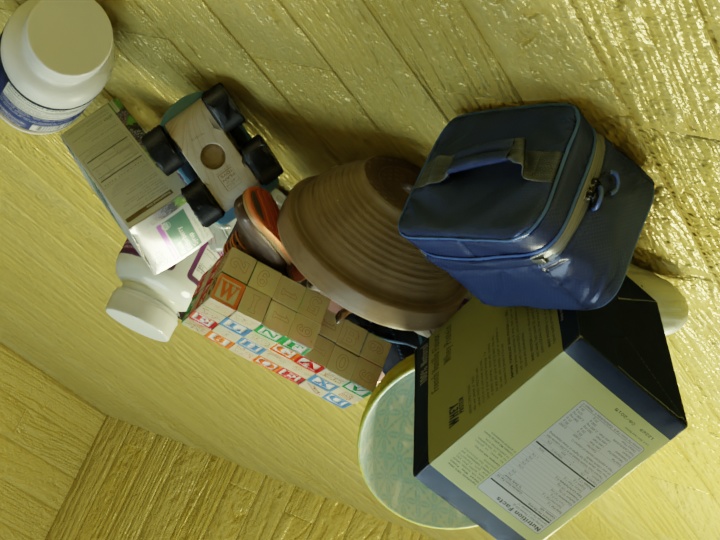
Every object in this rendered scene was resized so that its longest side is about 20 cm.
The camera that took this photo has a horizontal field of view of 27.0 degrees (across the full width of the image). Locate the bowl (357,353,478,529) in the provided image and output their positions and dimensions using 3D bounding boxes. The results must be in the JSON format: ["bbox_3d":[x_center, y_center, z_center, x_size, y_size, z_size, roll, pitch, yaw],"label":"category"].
[{"bbox_3d":[0.092,0.151,1.532,0.199,0.201,0.108,30,-160,-16],"label":"bowl"}]

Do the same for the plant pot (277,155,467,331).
[{"bbox_3d":[0.028,-0.043,1.439,0.199,0.201,0.093,28,121,-8],"label":"plant pot"}]

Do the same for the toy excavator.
[{"bbox_3d":[-0.131,-0.099,1.566,0.195,0.099,0.200,54,-177,-10],"label":"toy excavator"}]

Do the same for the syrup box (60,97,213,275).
[{"bbox_3d":[-0.244,-0.093,1.628,0.200,0.081,0.079,47,168,42],"label":"syrup box"}]

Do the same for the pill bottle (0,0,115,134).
[{"bbox_3d":[-0.303,-0.207,1.472,0.110,0.112,0.200,30,163,-15],"label":"pill bottle"}]

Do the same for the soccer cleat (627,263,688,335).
[{"bbox_3d":[0.218,0.006,1.429,0.198,0.070,0.078,24,162,16],"label":"soccer cleat"}]

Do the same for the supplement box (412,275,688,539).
[{"bbox_3d":[0.160,0.103,1.333,0.134,0.200,0.201,38,-155,-18],"label":"supplement box"}]

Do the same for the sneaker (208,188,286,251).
[{"bbox_3d":[-0.152,-0.075,1.677,0.077,0.100,0.200,7,156,48],"label":"sneaker"}]

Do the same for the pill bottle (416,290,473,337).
[{"bbox_3d":[0.154,0.037,1.539,0.198,0.112,0.112,17,162,30],"label":"pill bottle"}]

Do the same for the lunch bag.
[{"bbox_3d":[0.134,-0.055,1.232,0.132,0.137,0.199,34,159,-32],"label":"lunch bag"}]

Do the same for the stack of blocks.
[{"bbox_3d":[-0.072,0.062,1.527,0.199,0.059,0.115,29,156,-13],"label":"stack of blocks"}]

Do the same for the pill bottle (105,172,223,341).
[{"bbox_3d":[-0.219,-0.024,1.757,0.111,0.202,0.112,23,164,7],"label":"pill bottle"}]

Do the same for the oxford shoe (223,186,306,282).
[{"bbox_3d":[-0.105,-0.023,1.510,0.072,0.072,0.200,-20,158,2],"label":"oxford shoe"}]

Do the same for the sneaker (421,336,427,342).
[{"bbox_3d":[0.124,0.144,1.662,0.200,0.080,0.131,44,158,3],"label":"sneaker"}]

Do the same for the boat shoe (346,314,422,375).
[{"bbox_3d":[0.004,0.047,1.620,0.201,0.068,0.084,62,142,20],"label":"boat shoe"}]

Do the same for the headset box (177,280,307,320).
[{"bbox_3d":[-0.117,0.021,1.841,0.198,0.150,0.077,23,165,5],"label":"headset box"}]

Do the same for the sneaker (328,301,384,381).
[{"bbox_3d":[-0.032,0.051,1.717,0.075,0.104,0.202,83,164,-77],"label":"sneaker"}]

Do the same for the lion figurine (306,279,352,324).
[{"bbox_3d":[0.000,0.000,1.525,0.072,0.201,0.122,-37,131,27],"label":"lion figurine"}]
